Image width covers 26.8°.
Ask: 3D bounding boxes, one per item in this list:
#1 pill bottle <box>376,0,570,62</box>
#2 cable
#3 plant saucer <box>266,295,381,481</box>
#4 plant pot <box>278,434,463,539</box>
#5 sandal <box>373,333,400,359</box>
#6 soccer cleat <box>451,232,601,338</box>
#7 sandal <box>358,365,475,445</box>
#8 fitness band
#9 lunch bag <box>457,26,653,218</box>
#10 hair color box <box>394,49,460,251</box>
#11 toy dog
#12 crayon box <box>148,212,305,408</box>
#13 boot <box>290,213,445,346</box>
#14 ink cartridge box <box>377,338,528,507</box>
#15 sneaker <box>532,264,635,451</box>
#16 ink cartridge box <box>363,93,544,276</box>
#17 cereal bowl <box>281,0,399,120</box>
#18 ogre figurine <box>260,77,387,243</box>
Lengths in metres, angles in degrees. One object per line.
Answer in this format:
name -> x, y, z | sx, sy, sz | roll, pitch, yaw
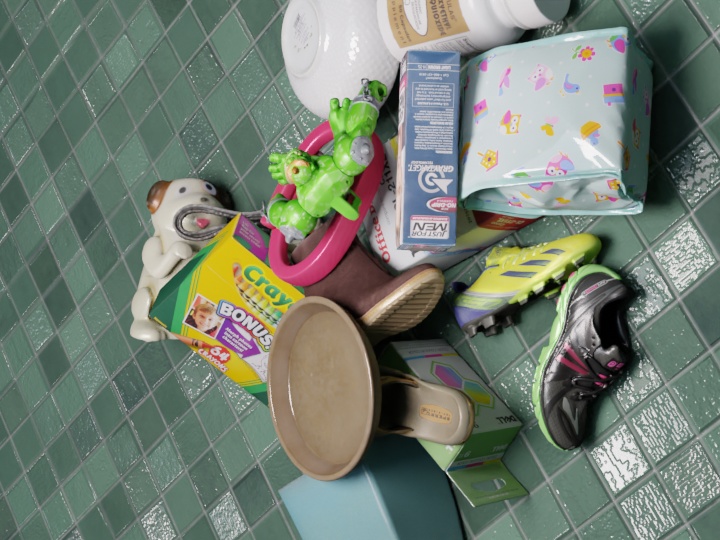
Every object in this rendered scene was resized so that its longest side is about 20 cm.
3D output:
pill bottle -> 0.124, -0.296, 1.654 | 0.198, 0.114, 0.116 | -7, 85, 40
cable -> -0.130, -0.058, 1.858 | 0.050, 0.197, 0.098 | -152, 79, -84
plant saucer -> -0.038, 0.129, 1.656 | 0.199, 0.029, 0.203 | 6, 98, 52
plant pot -> 0.032, 0.305, 1.726 | 0.141, 0.140, 0.202 | -35, 73, 35
sandal -> 0.004, 0.159, 1.801 | 0.202, 0.045, 0.075 | -61, 31, 6
soccer cleat -> 0.174, 0.001, 1.645 | 0.199, 0.064, 0.085 | -35, 66, 36
sandal -> 0.034, 0.149, 1.636 | 0.198, 0.054, 0.082 | 7, 95, 41
fitness band -> -0.044, -0.079, 1.728 | 0.143, 0.037, 0.202 | 25, 88, 51
lunch bag -> 0.193, -0.147, 1.558 | 0.198, 0.122, 0.173 | -3, 73, 27
hair color box -> 0.070, -0.124, 1.593 | 0.060, 0.100, 0.203 | 1, 87, -2
toy dog -> -0.222, -0.019, 1.961 | 0.194, 0.138, 0.203 | -138, 55, -74
crayon box -> -0.126, 0.053, 1.831 | 0.172, 0.199, 0.059 | -39, 21, 34
boot -> 0.000, 0.000, 1.685 | 0.200, 0.072, 0.168 | -39, 56, 34
ink cartridge box -> 0.109, 0.164, 1.676 | 0.200, 0.103, 0.060 | 49, 120, 30
sneaker -> 0.237, 0.097, 1.584 | 0.083, 0.076, 0.203 | 20, 106, 40
ink cartridge box -> 0.095, -0.090, 1.701 | 0.199, 0.082, 0.147 | -30, 71, 37
cereal bowl -> -0.036, -0.274, 1.779 | 0.199, 0.082, 0.203 | 9, 101, 58
ogre figurine -> -0.038, -0.110, 1.644 | 0.199, 0.098, 0.120 | -30, 29, 12
